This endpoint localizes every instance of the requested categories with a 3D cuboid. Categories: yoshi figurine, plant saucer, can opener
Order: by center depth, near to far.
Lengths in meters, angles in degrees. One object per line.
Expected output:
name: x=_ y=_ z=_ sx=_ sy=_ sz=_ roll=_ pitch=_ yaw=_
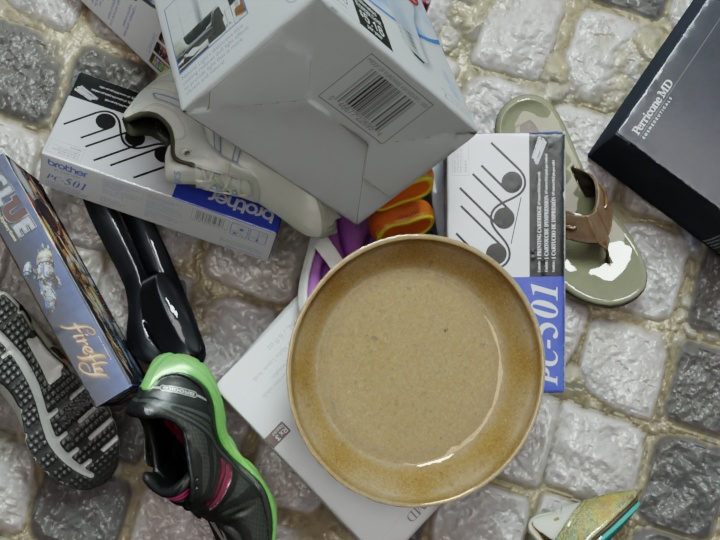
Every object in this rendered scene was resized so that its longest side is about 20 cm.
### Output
plant saucer: x=0.040 y=0.074 z=0.961 sx=0.197 sy=0.035 sz=0.204 roll=0 pitch=92 yaw=-10
yoshi figurine: x=0.014 y=-0.129 z=1.052 sx=0.112 sy=0.111 sz=0.202 roll=-42 pitch=58 yaw=27
can opener: x=-0.179 y=-0.006 z=1.062 sx=0.078 sy=0.063 sz=0.202 roll=-37 pitch=71 yaw=36

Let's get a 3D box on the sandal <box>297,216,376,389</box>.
sandal: x=-0.006 y=-0.002 z=1.026 sx=0.081 sy=0.050 sz=0.205 roll=17 pitch=50 yaw=-25

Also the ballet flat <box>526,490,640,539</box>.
ballet flat: x=0.149 y=0.244 z=1.057 sx=0.071 sy=0.071 sz=0.200 roll=41 pitch=84 yaw=1

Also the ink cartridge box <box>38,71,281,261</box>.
ink cartridge box: x=-0.154 y=-0.086 z=1.052 sx=0.197 sy=0.044 sz=0.095 roll=19 pitch=53 yaw=-5

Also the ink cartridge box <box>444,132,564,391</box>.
ink cartridge box: x=0.114 y=-0.006 z=1.012 sx=0.092 sy=0.044 sz=0.204 roll=-1 pitch=95 yaw=0

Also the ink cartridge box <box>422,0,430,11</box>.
ink cartridge box: x=-0.032 y=-0.298 z=1.084 sx=0.196 sy=0.083 sz=0.148 roll=8 pitch=84 yaw=-3

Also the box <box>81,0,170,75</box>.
box: x=-0.176 y=-0.239 z=1.054 sx=0.200 sy=0.119 sz=0.042 roll=42 pitch=52 yaw=0

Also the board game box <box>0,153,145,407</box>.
board game box: x=-0.236 y=0.013 z=1.018 sx=0.034 sy=0.136 sz=0.202 roll=-29 pitch=88 yaw=-6

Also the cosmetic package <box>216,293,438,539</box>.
cosmetic package: x=-0.015 y=0.129 z=1.047 sx=0.200 sy=0.081 sz=0.113 roll=44 pitch=81 yaw=2

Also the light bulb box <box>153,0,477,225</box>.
light bulb box: x=-0.041 y=-0.175 z=0.912 sx=0.124 sy=0.197 sz=0.202 roll=-34 pitch=52 yaw=21

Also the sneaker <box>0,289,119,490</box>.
sneaker: x=-0.263 y=0.089 z=1.047 sx=0.073 sy=0.080 sz=0.202 roll=-33 pitch=105 yaw=-8

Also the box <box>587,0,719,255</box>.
box: x=0.327 y=-0.132 z=1.079 sx=0.181 sy=0.104 sz=0.201 roll=36 pitch=84 yaw=0

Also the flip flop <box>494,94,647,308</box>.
flip flop: x=0.178 y=-0.060 z=1.087 sx=0.080 sy=0.058 sz=0.202 roll=-25 pitch=86 yaw=-5

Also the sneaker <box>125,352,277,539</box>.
sneaker: x=-0.131 y=0.163 z=1.011 sx=0.084 sy=0.076 sz=0.202 roll=-45 pitch=120 yaw=-41

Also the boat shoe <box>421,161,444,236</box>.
boat shoe: x=0.106 y=-0.032 z=1.079 sx=0.089 sy=0.071 sz=0.204 roll=-12 pitch=92 yaw=-5

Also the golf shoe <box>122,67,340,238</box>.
golf shoe: x=-0.104 y=-0.080 z=0.999 sx=0.097 sy=0.079 sz=0.200 roll=-37 pitch=65 yaw=-27
